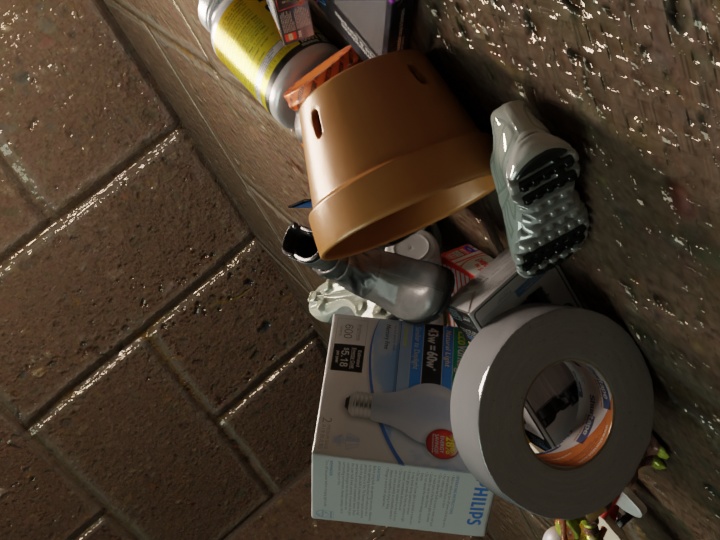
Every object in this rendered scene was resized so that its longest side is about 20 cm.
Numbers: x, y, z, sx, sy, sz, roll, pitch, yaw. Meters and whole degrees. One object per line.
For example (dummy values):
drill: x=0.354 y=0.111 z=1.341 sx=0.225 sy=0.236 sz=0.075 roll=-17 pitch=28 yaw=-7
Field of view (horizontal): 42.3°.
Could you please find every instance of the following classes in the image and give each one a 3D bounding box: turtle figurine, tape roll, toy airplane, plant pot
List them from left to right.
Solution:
plant pot: x=0.028 y=-0.114 z=0.890 sx=0.200 sy=0.196 sz=0.143 roll=121 pitch=127 yaw=-80
tape roll: x=0.189 y=0.136 z=0.915 sx=0.202 sy=0.199 sz=0.066 roll=54 pitch=166 yaw=-12
toy airplane: x=0.305 y=0.336 z=1.257 sx=0.201 sy=0.140 sz=0.200 roll=56 pitch=170 yaw=-21
turtle figurine: x=0.275 y=0.256 z=1.057 sx=0.064 sy=0.160 sz=0.201 roll=43 pitch=167 yaw=40

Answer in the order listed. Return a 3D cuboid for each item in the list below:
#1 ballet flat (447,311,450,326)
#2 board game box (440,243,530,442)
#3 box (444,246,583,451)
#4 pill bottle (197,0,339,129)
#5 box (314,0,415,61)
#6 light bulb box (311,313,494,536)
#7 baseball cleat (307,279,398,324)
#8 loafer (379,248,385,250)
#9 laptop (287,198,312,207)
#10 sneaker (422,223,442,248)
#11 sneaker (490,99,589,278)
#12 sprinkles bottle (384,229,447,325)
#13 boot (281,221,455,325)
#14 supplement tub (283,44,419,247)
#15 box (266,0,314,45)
ballet flat: x=0.172 y=0.098 z=1.255 sx=0.201 sy=0.063 sz=0.068 roll=52 pitch=-162 yaw=17
board game box: x=0.164 y=0.087 z=1.134 sx=0.151 sy=0.045 sz=0.204 roll=35 pitch=140 yaw=60
box: x=0.190 y=0.082 z=0.986 sx=0.202 sy=0.116 sz=0.060 roll=57 pitch=166 yaw=-19
pill bottle: x=-0.113 y=-0.277 z=1.142 sx=0.200 sy=0.112 sz=0.113 roll=47 pitch=169 yaw=25
box: x=-0.005 y=-0.275 z=0.871 sx=0.144 sy=0.036 sz=0.200 roll=52 pitch=169 yaw=10
light bulb box: x=0.053 y=0.171 z=1.046 sx=0.126 sy=0.195 sz=0.201 roll=93 pitch=-177 yaw=-46
baseball cleat: x=0.017 y=0.046 z=1.165 sx=0.105 sy=0.071 sz=0.198 roll=31 pitch=165 yaw=-31
loafer: x=0.026 y=0.006 z=1.227 sx=0.069 sy=0.070 sz=0.201 roll=18 pitch=155 yaw=40
laptop: x=-0.004 y=-0.054 z=1.450 sx=0.202 sy=0.103 sz=0.177 roll=54 pitch=171 yaw=-8
sneaker: x=0.068 y=-0.035 z=1.265 sx=0.081 sy=0.077 sz=0.201 roll=42 pitch=170 yaw=22
sneaker: x=0.151 y=-0.067 z=0.809 sx=0.201 sy=0.074 sz=0.082 roll=70 pitch=173 yaw=-56
sprinkles bottle: x=0.076 y=0.039 z=1.191 sx=0.068 sy=0.068 sz=0.202 roll=44 pitch=158 yaw=37
boot: x=0.000 y=0.000 z=1.005 sx=0.130 sy=0.071 sz=0.198 roll=25 pitch=170 yaw=-34
supplement tub: x=0.008 y=-0.138 z=1.036 sx=0.202 sy=0.122 sz=0.122 roll=56 pitch=170 yaw=-16
box: x=-0.094 y=-0.341 z=0.929 sx=0.201 sy=0.039 sz=0.139 roll=81 pitch=169 yaw=-70
